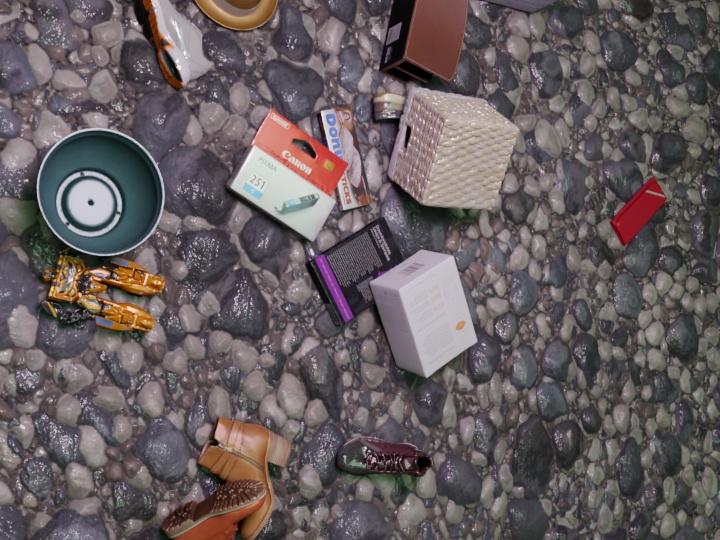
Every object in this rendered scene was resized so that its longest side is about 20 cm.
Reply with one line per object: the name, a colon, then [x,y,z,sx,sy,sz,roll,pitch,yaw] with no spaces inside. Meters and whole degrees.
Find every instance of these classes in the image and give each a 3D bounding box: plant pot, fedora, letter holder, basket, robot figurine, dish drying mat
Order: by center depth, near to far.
plant pot: [-0.440,-0.120,1.314,0.197,0.133,0.205,3,85,-29]
robot figurine: [-0.440,0.032,1.346,0.197,0.058,0.148,18,76,-27]
fedora: [-0.232,-0.561,1.490,0.197,0.081,0.205,3,84,-29]
basket: [0.186,-0.245,1.616,0.196,0.161,0.201,2,117,-27]
letter holder: [0.139,-0.503,1.684,0.140,0.100,0.204,18,78,-28]
dish drying mat: [0.712,-0.153,2.020,0.200,0.018,0.077,-42,107,-25]

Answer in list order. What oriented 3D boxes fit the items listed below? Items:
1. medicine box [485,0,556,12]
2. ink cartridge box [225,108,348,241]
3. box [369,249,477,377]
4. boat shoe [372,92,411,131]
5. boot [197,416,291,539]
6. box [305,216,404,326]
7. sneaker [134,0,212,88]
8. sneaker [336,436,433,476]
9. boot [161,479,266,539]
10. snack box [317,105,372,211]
medicine box: [0.376,-0.672,1.768,0.179,0.199,0.105,3,87,-28]
ink cartridge box: [-0.132,-0.183,1.524,0.198,0.045,0.178,32,83,-23]
box: [0.129,0.086,1.609,0.151,0.106,0.203,-29,113,-28]
boat shoe: [0.115,-0.325,1.676,0.197,0.072,0.067,9,88,-23]
boot: [-0.224,0.376,1.434,0.153,0.076,0.203,24,82,-20]
box: [0.000,0.000,1.606,0.198,0.036,0.145,-32,102,-26]
sneaker: [-0.338,-0.440,1.437,0.091,0.075,0.203,-31,109,-34]
sneaker: [0.059,0.372,1.565,0.197,0.115,0.077,4,84,-29]
boot: [-0.237,0.442,1.387,0.197,0.075,0.108,-27,107,12]
snack box: [-0.032,-0.227,1.610,0.071,0.024,0.204,-15,94,-27]
